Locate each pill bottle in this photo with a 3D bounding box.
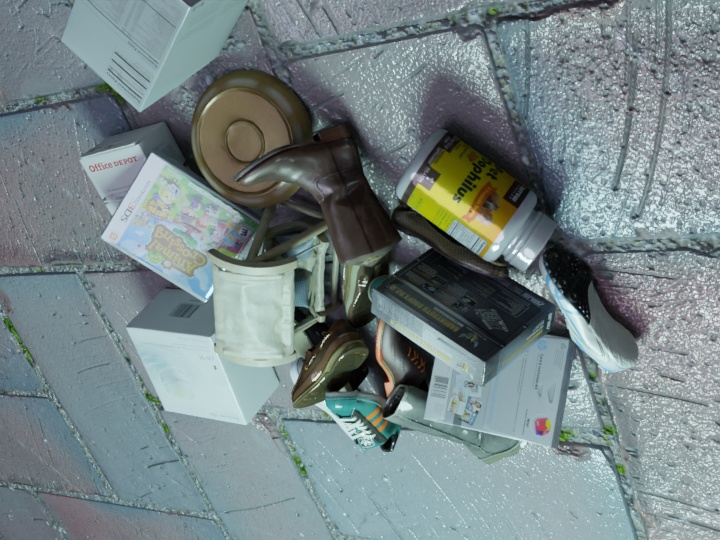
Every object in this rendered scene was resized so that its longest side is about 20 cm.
[{"bbox_3d":[0.153,-0.087,1.299,0.199,0.109,0.109,35,137,4],"label":"pill bottle"}]

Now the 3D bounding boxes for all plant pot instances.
[{"bbox_3d":[-0.164,-0.187,1.443,0.199,0.027,0.202,7,109,20],"label":"plant pot"}]

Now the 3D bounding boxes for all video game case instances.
[{"bbox_3d":[-0.282,-0.067,1.562,0.199,0.022,0.182,33,117,-12],"label":"video game case"}]

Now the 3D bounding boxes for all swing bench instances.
[{"bbox_3d":[-0.125,0.019,1.508,0.129,0.200,0.200,21,134,19],"label":"swing bench"}]

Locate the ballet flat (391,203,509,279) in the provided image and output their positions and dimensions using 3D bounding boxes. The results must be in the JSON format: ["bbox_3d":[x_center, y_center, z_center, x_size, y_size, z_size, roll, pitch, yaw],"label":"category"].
[{"bbox_3d":[0.124,-0.044,1.375,0.199,0.067,0.047,31,100,33],"label":"ballet flat"}]

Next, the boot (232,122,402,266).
[{"bbox_3d":[-0.057,-0.081,1.378,0.064,0.185,0.201,178,69,-84],"label":"boot"}]

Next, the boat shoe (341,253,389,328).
[{"bbox_3d":[0.000,0.000,1.517,0.076,0.071,0.201,46,144,32],"label":"boat shoe"}]

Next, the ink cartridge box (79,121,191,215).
[{"bbox_3d":[-0.341,-0.127,1.620,0.146,0.083,0.201,-6,120,36],"label":"ink cartridge box"}]

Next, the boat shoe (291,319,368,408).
[{"bbox_3d":[-0.056,0.151,1.587,0.200,0.072,0.068,-52,54,41],"label":"boat shoe"}]

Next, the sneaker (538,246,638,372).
[{"bbox_3d":[0.298,0.058,1.350,0.200,0.072,0.072,53,143,-9],"label":"sneaker"}]

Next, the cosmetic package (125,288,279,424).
[{"bbox_3d":[-0.280,0.153,1.781,0.198,0.123,0.201,4,127,32],"label":"cosmetic package"}]

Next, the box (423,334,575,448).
[{"bbox_3d":[0.201,0.161,1.451,0.199,0.041,0.157,8,84,30],"label":"box"}]

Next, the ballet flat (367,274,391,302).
[{"bbox_3d":[0.110,0.041,1.465,0.198,0.070,0.070,7,129,15],"label":"ballet flat"}]

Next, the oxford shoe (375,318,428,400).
[{"bbox_3d":[0.071,0.136,1.575,0.072,0.071,0.201,3,135,20],"label":"oxford shoe"}]

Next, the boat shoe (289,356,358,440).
[{"bbox_3d":[-0.033,0.213,1.708,0.200,0.074,0.065,42,133,-17],"label":"boat shoe"}]

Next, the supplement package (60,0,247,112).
[{"bbox_3d":[-0.253,-0.356,1.296,0.147,0.191,0.200,41,136,-1],"label":"supplement package"}]

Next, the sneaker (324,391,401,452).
[{"bbox_3d":[0.009,0.246,1.617,0.071,0.081,0.200,-6,158,34],"label":"sneaker"}]

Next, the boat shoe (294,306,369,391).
[{"bbox_3d":[-0.070,0.120,1.657,0.201,0.063,0.074,47,153,-3],"label":"boat shoe"}]

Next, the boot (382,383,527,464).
[{"bbox_3d":[0.154,0.224,1.549,0.199,0.073,0.182,32,137,-9],"label":"boot"}]

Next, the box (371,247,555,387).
[{"bbox_3d":[0.139,0.052,1.352,0.199,0.158,0.049,32,139,30],"label":"box"}]
